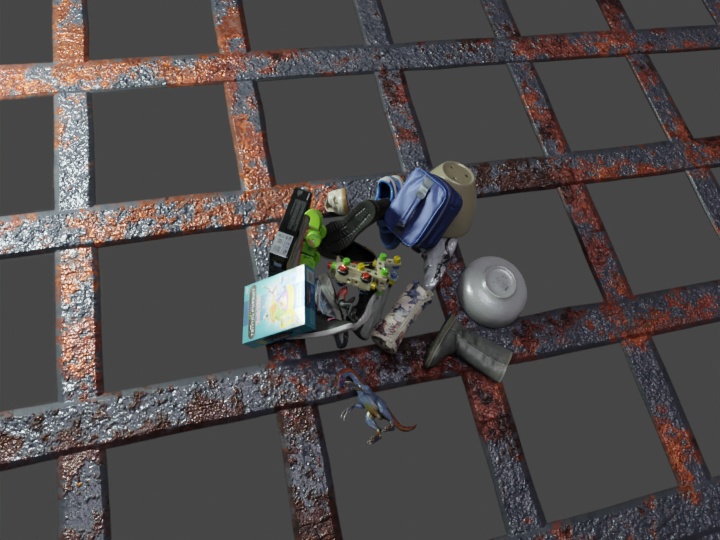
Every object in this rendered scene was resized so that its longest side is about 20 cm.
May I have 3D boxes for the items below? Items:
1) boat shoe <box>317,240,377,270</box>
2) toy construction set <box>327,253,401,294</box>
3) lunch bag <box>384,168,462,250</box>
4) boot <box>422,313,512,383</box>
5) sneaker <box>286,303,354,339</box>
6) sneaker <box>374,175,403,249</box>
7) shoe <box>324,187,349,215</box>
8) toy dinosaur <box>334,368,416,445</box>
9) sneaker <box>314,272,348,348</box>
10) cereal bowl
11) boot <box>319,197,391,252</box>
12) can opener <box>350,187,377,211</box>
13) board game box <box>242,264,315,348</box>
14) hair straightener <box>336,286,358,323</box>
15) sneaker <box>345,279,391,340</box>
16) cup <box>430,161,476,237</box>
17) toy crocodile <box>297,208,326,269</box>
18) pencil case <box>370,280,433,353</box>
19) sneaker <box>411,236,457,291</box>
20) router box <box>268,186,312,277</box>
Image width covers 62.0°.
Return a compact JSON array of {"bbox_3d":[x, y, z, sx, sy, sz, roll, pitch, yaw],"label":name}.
[{"bbox_3d":[-0.046,-0.058,1.620,0.196,0.061,0.073,23,62,1],"label":"boat shoe"},{"bbox_3d":[0.000,0.000,1.527,0.193,0.094,0.132,5,36,16],"label":"toy construction set"},{"bbox_3d":[0.154,-0.153,1.555,0.136,0.203,0.131,42,18,30],"label":"lunch bag"},{"bbox_3d":[0.277,0.227,1.543,0.198,0.073,0.183,38,65,2],"label":"boot"},{"bbox_3d":[-0.106,0.111,1.462,0.195,0.070,0.103,-9,83,30],"label":"sneaker"},{"bbox_3d":[0.073,-0.160,1.647,0.072,0.081,0.207,0,91,31],"label":"sneaker"},{"bbox_3d":[-0.064,-0.179,1.613,0.052,0.200,0.072,-14,95,-6],"label":"shoe"},{"bbox_3d":[0.014,0.322,1.459,0.197,0.105,0.184,16,39,-45],"label":"toy dinosaur"},{"bbox_3d":[-0.089,0.112,1.535,0.084,0.078,0.205,-20,66,0],"label":"sneaker"},{"bbox_3d":[0.367,0.047,1.632,0.193,0.084,0.206,4,62,-8],"label":"cereal bowl"},{"bbox_3d":[-0.009,-0.119,1.577,0.079,0.197,0.138,61,28,1],"label":"boot"},{"bbox_3d":[0.041,-0.196,1.720,0.198,0.054,0.066,-34,41,-22],"label":"can opener"},{"bbox_3d":[-0.200,0.089,1.461,0.196,0.047,0.155,-19,60,28],"label":"board game box"},{"bbox_3d":[-0.023,0.086,1.456,0.041,0.200,0.078,-39,95,-1],"label":"hair straightener"},{"bbox_3d":[0.030,0.096,1.563,0.080,0.073,0.202,55,49,-25],"label":"sneaker"},{"bbox_3d":[0.247,-0.216,1.672,0.194,0.145,0.204,12,43,-11],"label":"cup"},{"bbox_3d":[-0.131,-0.058,1.536,0.060,0.205,0.068,18,30,4],"label":"toy crocodile"},{"bbox_3d":[0.107,0.123,1.543,0.078,0.089,0.201,43,64,-7],"label":"pencil case"},{"bbox_3d":[0.184,-0.031,1.644,0.113,0.076,0.202,27,58,5],"label":"sneaker"},{"bbox_3d":[-0.183,-0.086,1.555,0.051,0.158,0.205,17,63,0],"label":"router box"}]
